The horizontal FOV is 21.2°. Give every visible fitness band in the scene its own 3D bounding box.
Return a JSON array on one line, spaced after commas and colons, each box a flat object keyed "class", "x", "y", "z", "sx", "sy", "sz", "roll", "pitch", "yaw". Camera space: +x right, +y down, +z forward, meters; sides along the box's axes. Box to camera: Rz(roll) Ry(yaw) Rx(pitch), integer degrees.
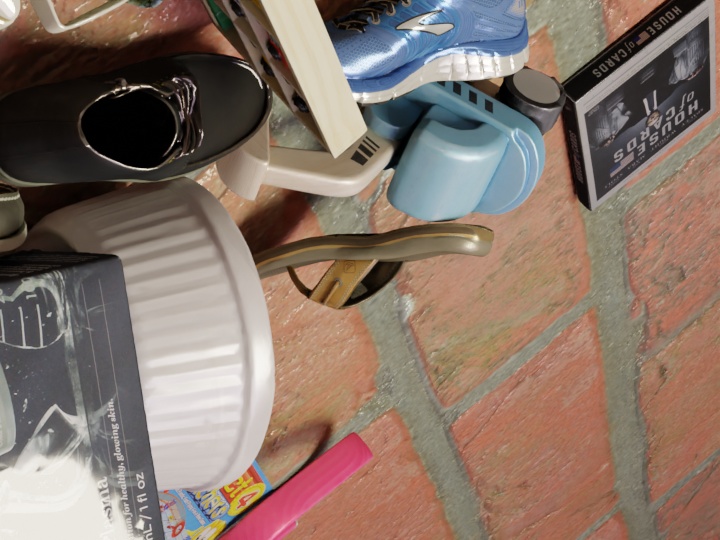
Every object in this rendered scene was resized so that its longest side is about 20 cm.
[{"class": "fitness band", "x": -0.067, "y": 0.209, "z": 1.665, "sx": 0.200, "sy": 0.037, "sz": 0.144, "roll": -36, "pitch": 175, "yaw": -46}]

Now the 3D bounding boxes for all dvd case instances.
[{"class": "dvd case", "x": 0.239, "y": -0.144, "z": 1.630, "sx": 0.150, "sy": 0.025, "sz": 0.200, "roll": -38, "pitch": 154, "yaw": -7}]

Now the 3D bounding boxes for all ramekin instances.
[{"class": "ramekin", "x": -0.144, "y": 0.045, "z": 1.182, "sx": 0.094, "sy": 0.203, "sz": 0.203, "roll": -10, "pitch": 142, "yaw": -33}]

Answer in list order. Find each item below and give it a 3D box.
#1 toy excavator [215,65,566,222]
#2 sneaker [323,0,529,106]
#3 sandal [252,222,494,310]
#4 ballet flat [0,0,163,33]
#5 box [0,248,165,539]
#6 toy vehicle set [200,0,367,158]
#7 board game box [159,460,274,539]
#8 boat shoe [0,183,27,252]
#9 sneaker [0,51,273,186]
[{"class": "toy excavator", "x": 0.023, "y": -0.085, "z": 1.301, "sx": 0.200, "sy": 0.194, "sz": 0.100, "roll": -57, "pitch": 174, "yaw": -50}, {"class": "sneaker", "x": 0.023, "y": -0.165, "z": 1.242, "sx": 0.199, "sy": 0.078, "sz": 0.090, "roll": -16, "pitch": 121, "yaw": -31}, {"class": "sandal", "x": 0.000, "y": 0.000, "z": 1.358, "sx": 0.199, "sy": 0.054, "sz": 0.080, "roll": -5, "pitch": 180, "yaw": 22}, {"class": "ballet flat", "x": -0.169, "y": -0.151, "z": 0.957, "sx": 0.199, "sy": 0.074, "sz": 0.074, "roll": -13, "pitch": 143, "yaw": -45}, {"class": "box", "x": -0.227, "y": 0.105, "z": 1.058, "sx": 0.196, "sy": 0.124, "sz": 0.201, "roll": -14, "pitch": 100, "yaw": -37}, {"class": "toy vehicle set", "x": -0.062, "y": -0.154, "z": 1.058, "sx": 0.026, "sy": 0.124, "sz": 0.200, "roll": -39, "pitch": 155, "yaw": -6}, {"class": "board game box", "x": -0.178, "y": 0.184, "z": 1.509, "sx": 0.195, "sy": 0.056, "sz": 0.200, "roll": -38, "pitch": 155, "yaw": -8}, {"class": "boat shoe", "x": -0.242, "y": -0.040, "z": 1.039, "sx": 0.201, "sy": 0.072, "sz": 0.061, "roll": -11, "pitch": 107, "yaw": -67}, {"class": "sneaker", "x": -0.108, "y": -0.084, "z": 1.103, "sx": 0.199, "sy": 0.106, "sz": 0.075, "roll": -18, "pitch": 103, "yaw": -40}]
